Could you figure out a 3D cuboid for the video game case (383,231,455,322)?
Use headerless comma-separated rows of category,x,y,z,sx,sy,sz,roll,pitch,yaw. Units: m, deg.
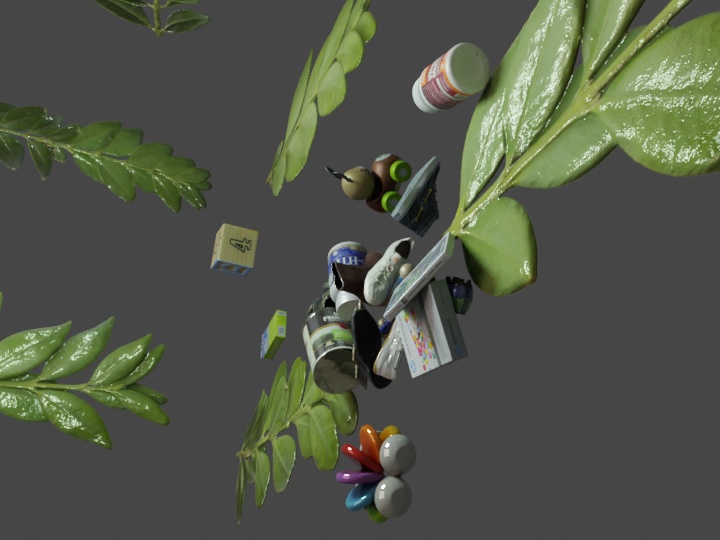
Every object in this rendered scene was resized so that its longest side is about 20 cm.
video game case,0.124,0.008,1.415,0.182,0.023,0.200,-48,2,17

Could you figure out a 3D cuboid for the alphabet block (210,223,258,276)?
alphabet block,-0.651,-0.103,3.559,0.195,0.194,0.202,149,131,-61

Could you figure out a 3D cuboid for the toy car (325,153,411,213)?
toy car,0.009,-0.248,1.829,0.164,0.198,0.160,-143,67,-68

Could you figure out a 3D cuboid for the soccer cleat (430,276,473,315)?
soccer cleat,0.165,0.058,1.419,0.200,0.064,0.085,171,108,-69

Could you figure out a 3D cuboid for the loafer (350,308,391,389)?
loafer,0.013,0.183,1.631,0.072,0.072,0.202,16,124,64

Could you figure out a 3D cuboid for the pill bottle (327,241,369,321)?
pill bottle,-0.027,0.031,1.878,0.120,0.118,0.202,122,152,-42

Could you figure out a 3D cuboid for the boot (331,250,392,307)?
boot,0.000,0.000,1.744,0.072,0.165,0.201,-48,36,29

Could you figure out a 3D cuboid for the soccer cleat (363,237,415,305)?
soccer cleat,0.068,-0.004,1.639,0.077,0.069,0.201,-37,18,54

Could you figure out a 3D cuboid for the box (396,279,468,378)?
box,0.138,0.123,1.396,0.200,0.041,0.158,135,122,-65

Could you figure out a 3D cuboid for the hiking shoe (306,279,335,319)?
hiking shoe,-0.113,0.127,2.122,0.101,0.075,0.201,-101,31,-55

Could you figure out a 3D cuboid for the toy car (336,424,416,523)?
toy car,0.023,0.428,1.460,0.175,0.148,0.203,156,124,-65

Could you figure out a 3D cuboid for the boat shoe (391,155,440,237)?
boat shoe,0.152,-0.170,1.598,0.201,0.091,0.071,-57,11,-26

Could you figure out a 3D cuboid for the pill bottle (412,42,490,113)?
pill bottle,0.199,-0.426,1.551,0.200,0.108,0.111,170,111,-69

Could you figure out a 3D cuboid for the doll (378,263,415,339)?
doll,0.088,0.070,1.608,0.137,0.048,0.201,-62,-5,-56

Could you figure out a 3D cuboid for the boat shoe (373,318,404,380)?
boat shoe,0.099,0.152,1.548,0.202,0.069,0.071,-64,-14,-12

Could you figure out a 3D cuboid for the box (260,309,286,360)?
box,-0.343,0.260,2.711,0.200,0.047,0.123,124,152,-47

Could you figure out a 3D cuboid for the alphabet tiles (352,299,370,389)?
alphabet tiles,0.006,0.185,1.714,0.167,0.006,0.202,58,-149,-61

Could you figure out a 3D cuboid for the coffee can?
coffee can,-0.074,0.214,1.859,0.200,0.145,0.148,-115,42,-58
